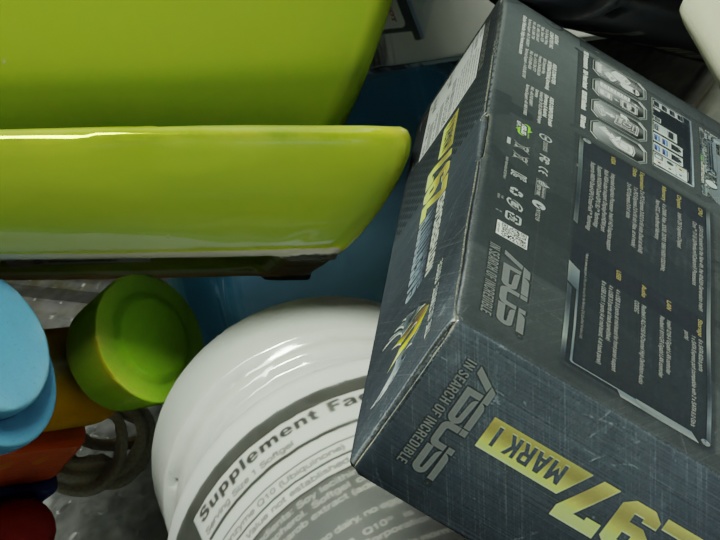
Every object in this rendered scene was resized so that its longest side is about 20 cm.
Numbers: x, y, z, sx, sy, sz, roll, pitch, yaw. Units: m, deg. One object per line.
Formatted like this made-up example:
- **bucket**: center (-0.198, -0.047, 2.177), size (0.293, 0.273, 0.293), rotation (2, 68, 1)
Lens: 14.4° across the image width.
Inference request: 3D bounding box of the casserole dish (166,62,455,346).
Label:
- **casserole dish**: center (0.000, 0.000, 0.940), size (0.121, 0.039, 0.200), rotation (-27, 33, 4)

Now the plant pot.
- **plant pot**: center (-0.080, -0.089, 0.823), size (0.199, 0.182, 0.200), rotation (-1, -2, -6)

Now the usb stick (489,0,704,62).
- **usb stick**: center (0.112, -0.075, 0.842), size (0.055, 0.200, 0.033), rotation (19, 97, 42)

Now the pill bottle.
- **pill bottle**: center (0.015, 0.093, 0.726), size (0.116, 0.116, 0.200), rotation (-30, 31, -2)

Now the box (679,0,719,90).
- **box**: center (0.174, -0.002, 0.616), size (0.128, 0.109, 0.200), rotation (-33, 44, 8)

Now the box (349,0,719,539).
- **box**: center (0.083, 0.023, 0.704), size (0.051, 0.158, 0.200), rotation (-56, 10, 26)

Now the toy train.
- **toy train**: center (-0.088, 0.034, 0.836), size (0.116, 0.085, 0.200), rotation (-26, -14, 40)

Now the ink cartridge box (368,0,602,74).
- **ink cartridge box**: center (0.030, -0.123, 1.003), size (0.200, 0.086, 0.146), rotation (-8, 13, 31)
